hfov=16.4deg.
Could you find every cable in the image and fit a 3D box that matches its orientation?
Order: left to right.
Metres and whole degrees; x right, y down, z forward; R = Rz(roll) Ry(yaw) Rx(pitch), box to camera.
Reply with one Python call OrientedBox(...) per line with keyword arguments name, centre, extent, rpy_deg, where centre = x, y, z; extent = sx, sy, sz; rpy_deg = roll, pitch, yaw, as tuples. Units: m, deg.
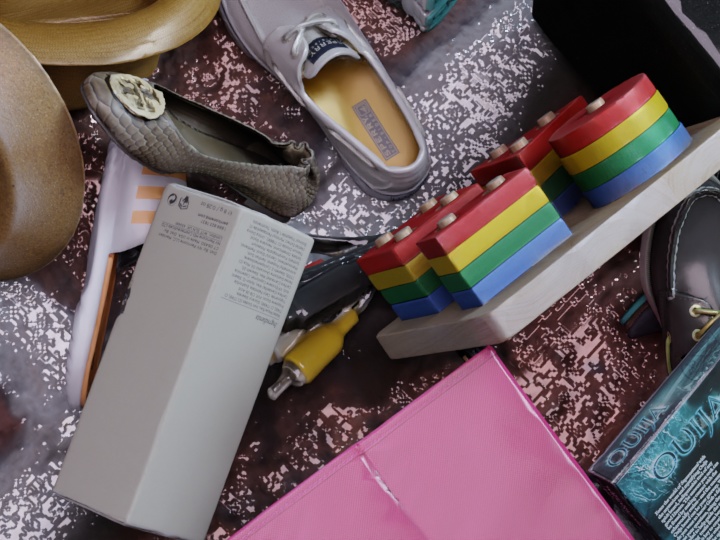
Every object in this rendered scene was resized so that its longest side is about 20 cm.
OrientedBox(name="cable", centre=(0.000, 0.000, 1.569), extent=(0.200, 0.050, 0.097), rpy_deg=(-27, 66, -21))

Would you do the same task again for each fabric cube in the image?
OrientedBox(name="fabric cube", centre=(0.046, 0.192, 1.443), extent=(0.200, 0.196, 0.199), rpy_deg=(-36, 84, -11))

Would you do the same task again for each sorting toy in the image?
OrientedBox(name="sorting toy", centre=(0.103, -0.038, 1.465), extent=(0.199, 0.200, 0.070), rpy_deg=(-38, 97, -17))

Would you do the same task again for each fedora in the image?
OrientedBox(name="fedora", centre=(-0.186, -0.156, 1.541), extent=(0.200, 0.082, 0.201), rpy_deg=(3, 41, -2))

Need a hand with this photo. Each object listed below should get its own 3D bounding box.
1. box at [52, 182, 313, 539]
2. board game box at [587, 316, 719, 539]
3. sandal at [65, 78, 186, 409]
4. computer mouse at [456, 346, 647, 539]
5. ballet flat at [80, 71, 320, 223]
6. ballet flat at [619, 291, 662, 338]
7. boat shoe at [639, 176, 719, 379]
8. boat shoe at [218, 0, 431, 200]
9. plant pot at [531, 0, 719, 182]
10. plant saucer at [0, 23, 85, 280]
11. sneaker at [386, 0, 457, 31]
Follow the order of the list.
OrientedBox(name="box", centre=(-0.105, 0.056, 1.493), extent=(0.068, 0.082, 0.200), rpy_deg=(19, 86, 37))
OrientedBox(name="board game box", centre=(0.239, 0.088, 1.482), extent=(0.200, 0.028, 0.135), rpy_deg=(-48, 122, -11))
OrientedBox(name="sandal", centre=(-0.137, -0.013, 1.538), extent=(0.059, 0.079, 0.207), rpy_deg=(10, 86, -3))
OrientedBox(name="computer mouse", centre=(0.120, 0.124, 1.533), extent=(0.034, 0.059, 0.200), rpy_deg=(-39, 82, -4))
OrientedBox(name="ballet flat", centre=(-0.090, -0.080, 1.501), extent=(0.046, 0.200, 0.067), rpy_deg=(-36, 53, 24))
OrientedBox(name="ballet flat", centre=(0.248, -0.020, 1.566), extent=(0.073, 0.073, 0.200), rpy_deg=(40, 76, 5))
OrientedBox(name="boat shoe", centre=(0.215, 0.039, 1.506), extent=(0.072, 0.061, 0.202), rpy_deg=(-13, 112, -13))
OrientedBox(name="boat shoe", centre=(-0.024, -0.134, 1.569), extent=(0.071, 0.070, 0.200), rpy_deg=(-33, 82, -10))
OrientedBox(name="plant pot", centre=(0.237, -0.168, 1.512), extent=(0.199, 0.200, 0.178), rpy_deg=(-25, 69, -9))
OrientedBox(name="plant saucer", centre=(-0.258, -0.073, 1.485), extent=(0.200, 0.200, 0.035), rpy_deg=(37, 40, 4))
OrientedBox(name="sneaker", centre=(0.022, -0.234, 1.539), extent=(0.091, 0.200, 0.078), rpy_deg=(27, 54, 15))
